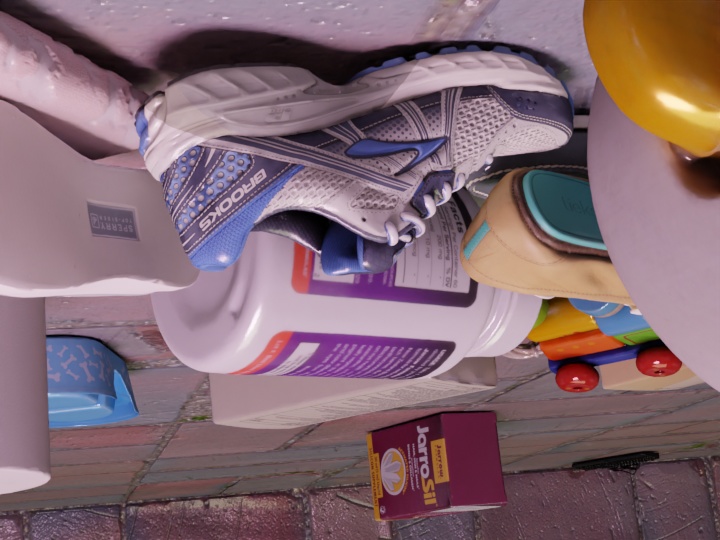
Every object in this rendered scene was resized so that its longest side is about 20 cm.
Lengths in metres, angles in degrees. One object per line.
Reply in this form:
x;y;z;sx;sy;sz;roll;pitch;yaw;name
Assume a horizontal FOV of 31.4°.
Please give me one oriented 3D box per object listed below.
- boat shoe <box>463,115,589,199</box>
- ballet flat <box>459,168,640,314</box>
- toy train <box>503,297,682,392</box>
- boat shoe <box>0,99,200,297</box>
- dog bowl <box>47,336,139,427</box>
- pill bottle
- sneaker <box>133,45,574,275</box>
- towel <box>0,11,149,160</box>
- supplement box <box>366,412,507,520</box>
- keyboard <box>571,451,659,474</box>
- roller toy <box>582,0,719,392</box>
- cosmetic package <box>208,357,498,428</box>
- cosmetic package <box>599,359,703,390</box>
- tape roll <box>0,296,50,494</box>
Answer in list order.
0.129;-0.036;0.676;0.198;0.063;0.072;6;163;-40;boat shoe
0.132;-0.009;0.640;0.198;0.069;0.063;11;141;-32;ballet flat
0.139;0.039;0.968;0.198;0.086;0.115;-16;153;37;toy train
-0.137;-0.021;0.507;0.068;0.073;0.200;-12;176;21;boat shoe
-0.255;0.097;1.096;0.110;0.050;0.200;-6;167;1;dog bowl
0.000;0.000;0.667;0.198;0.113;0.111;6;162;-39;pill bottle
0.006;-0.039;0.544;0.198;0.086;0.077;-9;169;-22;sneaker
-0.204;-0.065;0.484;0.189;0.033;0.200;-11;168;20;towel
0.105;0.282;1.824;0.102;0.133;0.199;4;163;-33;supplement box
0.572;0.432;2.826;0.103;0.040;0.199;8;162;-42;keyboard
0.174;-0.049;0.396;0.182;0.201;0.140;-38;178;-20;roller toy
-0.009;0.060;0.959;0.198;0.088;0.103;-15;165;32;cosmetic package
0.300;0.048;1.071;0.104;0.072;0.199;2;164;-31;cosmetic package
-0.278;0.056;0.724;0.200;0.141;0.203;-6;166;-1;tape roll
